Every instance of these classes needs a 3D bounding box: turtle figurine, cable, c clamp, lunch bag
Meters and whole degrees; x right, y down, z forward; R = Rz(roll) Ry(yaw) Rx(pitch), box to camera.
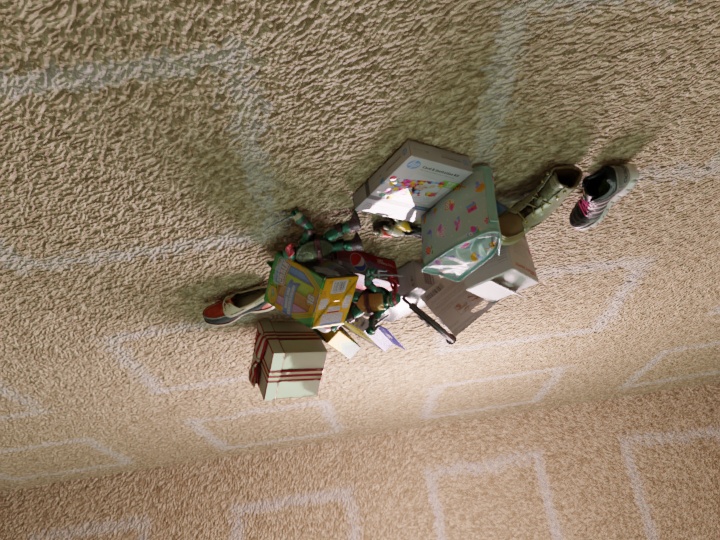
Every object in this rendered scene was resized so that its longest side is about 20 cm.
[{"bbox_3d":[0.018,0.076,1.560,0.199,0.151,0.101,-11,171,22],"label":"turtle figurine"},{"bbox_3d":[0.106,-0.080,1.524,0.200,0.051,0.097,18,147,-42],"label":"cable"},{"bbox_3d":[0.177,0.128,1.689,0.027,0.200,0.171,-47,122,-2],"label":"c clamp"},{"bbox_3d":[-0.097,-0.063,1.449,0.199,0.101,0.150,-12,155,-8],"label":"turtle figurine"},{"bbox_3d":[0.216,-0.097,1.384,0.121,0.171,0.200,16,146,-24],"label":"lunch bag"}]

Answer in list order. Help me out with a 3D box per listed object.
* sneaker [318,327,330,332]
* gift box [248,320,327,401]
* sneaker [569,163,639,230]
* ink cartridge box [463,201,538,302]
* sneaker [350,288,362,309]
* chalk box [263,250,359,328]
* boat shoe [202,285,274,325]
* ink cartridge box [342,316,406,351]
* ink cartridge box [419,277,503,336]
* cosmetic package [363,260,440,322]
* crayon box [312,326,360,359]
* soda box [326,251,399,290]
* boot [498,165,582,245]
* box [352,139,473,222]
[{"bbox_3d":[-0.097,0.059,1.645,0.104,0.075,0.201,-26,114,16],"label":"sneaker"},{"bbox_3d":[-0.222,0.250,1.918,0.186,0.200,0.185,1,113,-26],"label":"gift box"},{"bbox_3d":[0.505,-0.161,1.466,0.087,0.074,0.200,3,147,-25],"label":"sneaker"},{"bbox_3d":[0.302,-0.030,1.518,0.125,0.201,0.128,-26,149,32],"label":"ink cartridge box"},{"bbox_3d":[-0.064,0.077,1.717,0.199,0.116,0.075,-15,154,12],"label":"sneaker"},{"bbox_3d":[-0.127,0.031,1.511,0.200,0.124,0.124,27,-162,34],"label":"chalk box"},{"bbox_3d":[-0.310,0.085,1.707,0.199,0.071,0.063,-14,148,7],"label":"boat shoe"},{"bbox_3d":[0.012,0.164,1.872,0.200,0.047,0.198,29,170,28],"label":"ink cartridge box"},{"bbox_3d":[0.267,0.058,1.639,0.200,0.176,0.045,-39,132,1],"label":"ink cartridge box"},{"bbox_3d":[0.106,0.060,1.782,0.200,0.082,0.113,-28,148,37],"label":"cosmetic package"},{"bbox_3d":[-0.086,0.163,1.870,0.052,0.126,0.200,-45,150,0],"label":"crayon box"},{"bbox_3d":[0.000,0.000,1.631,0.199,0.070,0.063,16,143,-40],"label":"soda box"},{"bbox_3d":[0.365,-0.139,1.409,0.200,0.072,0.155,-29,165,-33],"label":"boot"},{"bbox_3d":[0.101,-0.172,1.347,0.155,0.041,0.200,9,148,-33],"label":"box"}]
